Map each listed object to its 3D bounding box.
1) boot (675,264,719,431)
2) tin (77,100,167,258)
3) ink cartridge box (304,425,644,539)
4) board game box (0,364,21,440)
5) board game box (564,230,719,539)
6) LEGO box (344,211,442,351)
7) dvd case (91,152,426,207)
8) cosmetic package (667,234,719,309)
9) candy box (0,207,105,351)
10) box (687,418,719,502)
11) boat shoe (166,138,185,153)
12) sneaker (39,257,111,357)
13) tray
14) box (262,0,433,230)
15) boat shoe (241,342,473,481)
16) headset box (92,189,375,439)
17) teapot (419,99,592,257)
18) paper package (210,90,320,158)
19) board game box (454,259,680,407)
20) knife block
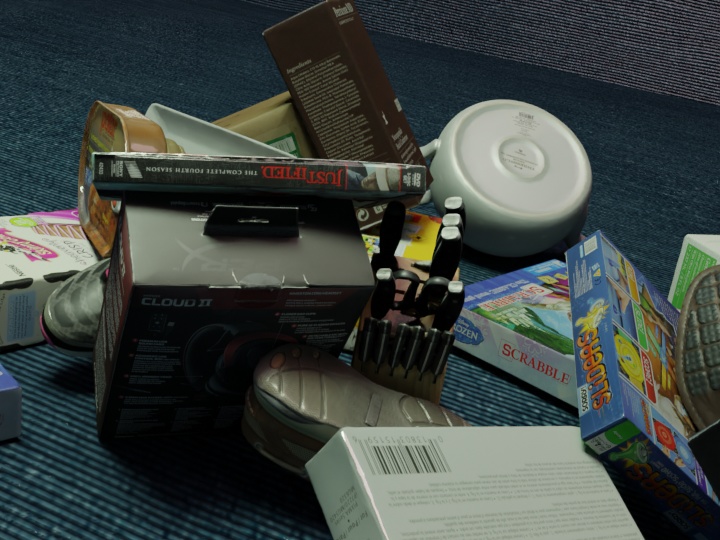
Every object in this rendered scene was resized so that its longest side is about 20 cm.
[{"bbox_3d":[0.272,0.098,0.691,0.075,0.200,0.097,-20,-37,29],"label":"boot"},{"bbox_3d":[-0.198,-0.077,0.824,0.042,0.112,0.200,0,16,-24],"label":"tin"},{"bbox_3d":[0.086,0.165,0.541,0.200,0.044,0.174,7,45,-39],"label":"ink cartridge box"},{"bbox_3d":[-0.358,0.068,0.660,0.200,0.041,0.199,-9,27,-41],"label":"board game box"},{"bbox_3d":[0.204,0.077,0.710,0.135,0.034,0.200,42,31,-21],"label":"board game box"},{"bbox_3d":[0.000,0.000,0.943,0.149,0.077,0.200,13,21,8],"label":"LEGO box"},{"bbox_3d":[-0.072,-0.057,0.660,0.200,0.022,0.146,0,0,-14],"label":"dvd case"},{"bbox_3d":[0.385,0.048,0.944,0.085,0.108,0.200,1,21,-20],"label":"cosmetic package"},{"bbox_3d":[-0.258,-0.001,0.859,0.136,0.061,0.200,26,27,37],"label":"candy box"},{"bbox_3d":[0.321,0.139,0.544,0.200,0.117,0.197,-6,61,-35],"label":"box"},{"bbox_3d":[-0.132,-0.020,0.825,0.063,0.200,0.073,-11,-15,-26],"label":"boat shoe"},{"bbox_3d":[-0.138,0.001,0.726,0.200,0.087,0.074,-18,70,-10],"label":"sneaker"},{"bbox_3d":[-0.139,-0.075,0.891,0.200,0.107,0.022,24,-3,35],"label":"tray"},{"bbox_3d":[-0.007,-0.149,0.937,0.075,0.200,0.100,-23,12,19],"label":"box"},{"bbox_3d":[0.015,0.121,0.636,0.200,0.072,0.076,32,34,-1],"label":"boat shoe"},{"bbox_3d":[-0.088,0.028,0.651,0.148,0.200,0.075,0,53,-21],"label":"headset box"},{"bbox_3d":[0.158,-0.090,1.164,0.197,0.146,0.200,-26,70,-26],"label":"teapot"},{"bbox_3d":[-0.116,-0.105,1.023,0.200,0.104,0.191,-19,15,16],"label":"paper package"},{"bbox_3d":[0.202,0.057,0.911,0.199,0.041,0.200,26,27,36],"label":"board game box"},{"bbox_3d":[0.033,0.026,0.710,0.064,0.176,0.200,11,9,0],"label":"knife block"}]
